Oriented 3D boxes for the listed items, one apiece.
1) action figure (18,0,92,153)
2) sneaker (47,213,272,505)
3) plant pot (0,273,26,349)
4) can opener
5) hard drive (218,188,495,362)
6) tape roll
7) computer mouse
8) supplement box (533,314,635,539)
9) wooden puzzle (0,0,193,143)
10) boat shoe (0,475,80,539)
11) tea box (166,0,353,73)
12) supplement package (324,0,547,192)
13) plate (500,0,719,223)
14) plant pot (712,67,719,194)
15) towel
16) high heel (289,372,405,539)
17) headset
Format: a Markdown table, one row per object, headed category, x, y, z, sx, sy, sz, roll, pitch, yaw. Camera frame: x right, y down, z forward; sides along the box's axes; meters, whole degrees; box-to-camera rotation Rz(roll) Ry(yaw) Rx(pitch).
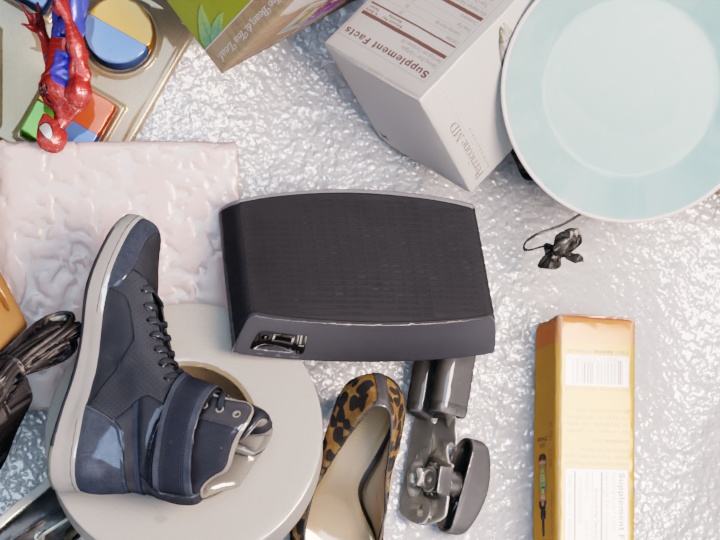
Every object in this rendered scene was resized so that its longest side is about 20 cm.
| category | x | y | z | sx | sy | sz | roll | pitch | yaw |
| --- | --- | --- | --- | --- | --- | --- | --- | --- | --- |
| action figure | -0.218 | -0.185 | 1.505 | 0.051 | 0.065 | 0.201 | 8 | 79 | -28 |
| sneaker | -0.125 | 0.064 | 1.420 | 0.145 | 0.077 | 0.204 | 6 | 74 | 14 |
| plant pot | -0.332 | 0.033 | 1.441 | 0.200 | 0.200 | 0.140 | -42 | 95 | -11 |
| can opener | 0.072 | 0.100 | 1.562 | 0.067 | 0.053 | 0.201 | 18 | 77 | -37 |
| hard drive | 0.000 | 0.000 | 1.500 | 0.199 | 0.042 | 0.136 | 1 | 59 | -15 |
| tape roll | -0.126 | 0.122 | 1.463 | 0.201 | 0.037 | 0.204 | 0 | 65 | -1 |
| computer mouse | -0.278 | 0.110 | 1.446 | 0.053 | 0.200 | 0.138 | 39 | 40 | 7 |
| supplement box | 0.170 | 0.137 | 1.553 | 0.068 | 0.067 | 0.201 | 5 | 81 | -10 |
| wooden puzzle | -0.240 | -0.169 | 1.555 | 0.185 | 0.046 | 0.201 | 30 | 79 | -2 |
| boat shoe | -0.227 | 0.190 | 1.488 | 0.060 | 0.076 | 0.200 | 42 | 79 | 7 |
| tea box | -0.068 | -0.286 | 1.509 | 0.197 | 0.134 | 0.200 | 53 | 44 | 1 |
| supplement package | 0.093 | -0.182 | 1.543 | 0.200 | 0.117 | 0.117 | -47 | 49 | -11 |
| plate | 0.200 | -0.135 | 1.502 | 0.199 | 0.026 | 0.202 | -1 | 104 | -4 |
| plant pot | 0.319 | -0.151 | 1.572 | 0.185 | 0.186 | 0.201 | 20 | 94 | -4 |
| towel | -0.181 | 0.002 | 1.527 | 0.190 | 0.032 | 0.201 | -1 | 93 | -9 |
| high heel | -0.008 | 0.176 | 1.483 | 0.071 | 0.143 | 0.201 | 8 | 80 | -7 |
| headset | 0.174 | -0.094 | 1.573 | 0.123 | 0.094 | 0.201 | 21 | 71 | -4 |
